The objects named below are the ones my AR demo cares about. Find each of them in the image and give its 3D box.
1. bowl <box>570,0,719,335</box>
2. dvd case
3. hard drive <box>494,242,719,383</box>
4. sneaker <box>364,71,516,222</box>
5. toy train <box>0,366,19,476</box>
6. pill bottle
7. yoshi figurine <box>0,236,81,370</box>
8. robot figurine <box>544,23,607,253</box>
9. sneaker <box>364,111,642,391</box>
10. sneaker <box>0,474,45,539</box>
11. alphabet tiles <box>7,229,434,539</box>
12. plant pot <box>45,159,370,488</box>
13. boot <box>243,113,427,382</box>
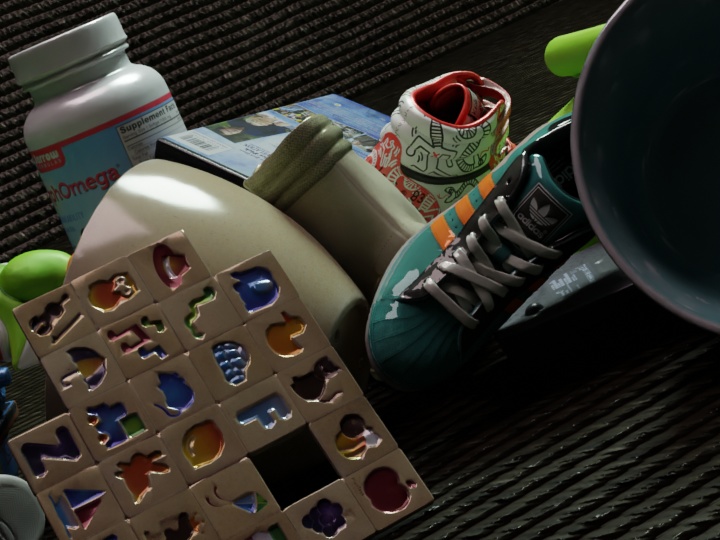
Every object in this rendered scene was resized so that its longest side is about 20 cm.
[{"bbox_3d":[0.206,-0.058,0.936,0.200,0.201,0.105,-23,-9,2],"label":"bowl"},{"bbox_3d":[-0.026,-0.080,1.287,0.142,0.018,0.200,26,27,30],"label":"dvd case"},{"bbox_3d":[0.170,0.002,1.055,0.200,0.042,0.135,-24,10,3],"label":"hard drive"},{"bbox_3d":[0.088,-0.073,1.216,0.201,0.067,0.108,-3,-50,-41],"label":"sneaker"},{"bbox_3d":[-0.276,0.124,1.231,0.086,0.115,0.200,-12,10,-1],"label":"toy train"},{"bbox_3d":[-0.171,-0.074,1.300,0.109,0.200,0.109,-23,10,4],"label":"pill bottle"},{"bbox_3d":[-0.255,0.017,1.207,0.199,0.113,0.112,-9,-6,-4],"label":"yoshi figurine"},{"bbox_3d":[0.191,-0.084,1.158,0.200,0.175,0.116,-44,22,15],"label":"robot figurine"},{"bbox_3d":[0.078,-0.020,0.993,0.200,0.071,0.080,-49,4,-19],"label":"sneaker"},{"bbox_3d":[-0.286,0.181,1.067,0.112,0.073,0.200,-12,16,44],"label":"sneaker"},{"bbox_3d":[-0.086,0.074,0.909,0.167,0.200,0.008,-26,-28,-16],"label":"alphabet tiles"},{"bbox_3d":[-0.070,0.047,1.033,0.134,0.201,0.200,11,22,18],"label":"plant pot"},{"bbox_3d":[-0.003,-0.013,1.124,0.072,0.155,0.200,-46,-2,-16],"label":"boot"}]
